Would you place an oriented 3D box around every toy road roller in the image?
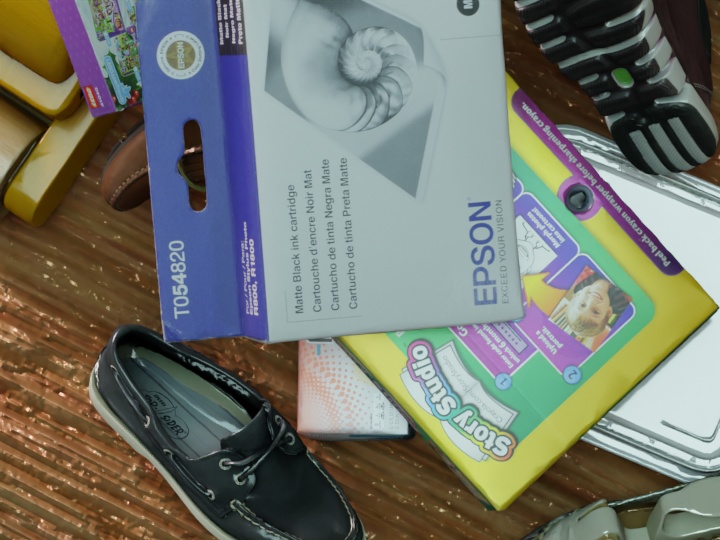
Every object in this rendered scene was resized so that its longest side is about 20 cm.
[{"bbox_3d":[-0.201,-0.133,1.747,0.123,0.146,0.200,33,89,7],"label":"toy road roller"}]

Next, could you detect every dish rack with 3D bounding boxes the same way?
[{"bbox_3d":[0.160,0.019,1.757,0.200,0.044,0.172,23,87,5],"label":"dish rack"}]

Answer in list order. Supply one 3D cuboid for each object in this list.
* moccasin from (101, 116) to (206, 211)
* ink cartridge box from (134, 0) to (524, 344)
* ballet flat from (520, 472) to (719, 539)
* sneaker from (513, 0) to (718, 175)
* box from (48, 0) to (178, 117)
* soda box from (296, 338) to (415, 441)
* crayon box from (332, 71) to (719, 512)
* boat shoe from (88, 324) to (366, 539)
[{"bbox_3d":[-0.059,-0.075,1.711,0.201,0.074,0.078,-22,86,18],"label":"moccasin"},{"bbox_3d":[-0.017,-0.063,1.634,0.200,0.041,0.200,-6,95,-5],"label":"ink cartridge box"},{"bbox_3d":[0.164,0.152,1.728,0.200,0.072,0.072,-14,85,6],"label":"ballet flat"},{"bbox_3d":[0.147,-0.158,1.720,0.076,0.116,0.200,-14,128,24],"label":"sneaker"},{"bbox_3d":[-0.120,-0.202,1.668,0.137,0.039,0.200,-23,99,-27],"label":"box"},{"bbox_3d":[0.000,0.000,1.762,0.068,0.064,0.200,0,86,5],"label":"soda box"},{"bbox_3d":[0.072,0.007,1.701,0.173,0.058,0.200,-42,89,-3],"label":"crayon box"},{"bbox_3d":[-0.075,0.099,1.740,0.074,0.066,0.199,-36,68,-29],"label":"boat shoe"}]
